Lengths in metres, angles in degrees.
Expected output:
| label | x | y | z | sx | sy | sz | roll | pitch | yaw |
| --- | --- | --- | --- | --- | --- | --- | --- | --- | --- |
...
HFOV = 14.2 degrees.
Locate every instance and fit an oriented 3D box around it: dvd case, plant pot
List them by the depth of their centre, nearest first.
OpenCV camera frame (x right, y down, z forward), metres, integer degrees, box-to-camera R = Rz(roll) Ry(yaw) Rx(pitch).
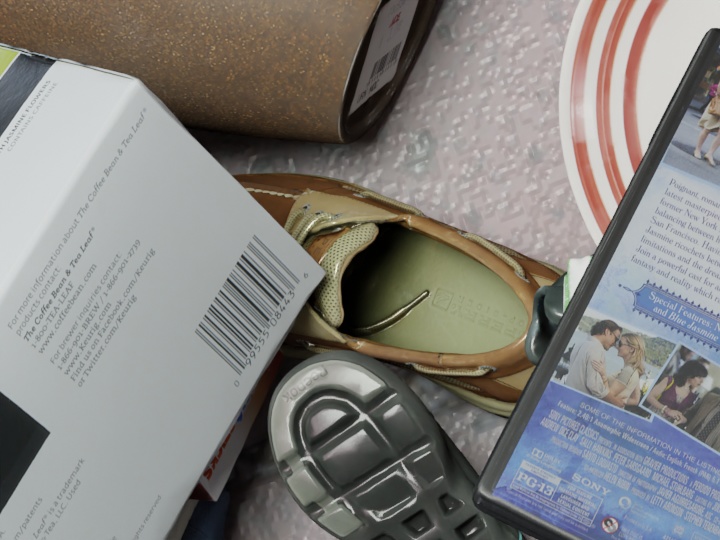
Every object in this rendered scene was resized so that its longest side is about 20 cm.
| label | x | y | z | sx | sy | sz | roll | pitch | yaw |
| --- | --- | --- | --- | --- | --- | --- | --- | --- | --- |
| dvd case | 0.142 | 0.026 | 0.976 | 0.142 | 0.018 | 0.201 | 26 | 67 | 8 |
| plant pot | -0.073 | -0.133 | 1.146 | 0.199 | 0.187 | 0.188 | 26 | 87 | 12 |

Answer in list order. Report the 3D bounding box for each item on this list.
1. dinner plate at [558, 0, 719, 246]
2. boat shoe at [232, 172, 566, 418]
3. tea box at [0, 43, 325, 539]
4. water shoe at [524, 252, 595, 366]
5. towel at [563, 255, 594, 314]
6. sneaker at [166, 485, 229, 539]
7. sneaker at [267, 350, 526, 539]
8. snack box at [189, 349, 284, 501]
| label | x | y | z | sx | sy | sz | roll | pitch | yaw |
| --- | --- | --- | --- | --- | --- | --- | --- | --- | --- |
| dinner plate | 0.169 | -0.055 | 1.052 | 0.199 | 0.024 | 0.202 | 6 | 106 | 21 |
| boat shoe | 0.000 | 0.000 | 1.118 | 0.199 | 0.074 | 0.076 | 14 | 82 | 26 |
| tea box | -0.158 | 0.029 | 1.074 | 0.196 | 0.134 | 0.201 | 18 | 70 | 44 |
| water shoe | 0.130 | 0.080 | 1.024 | 0.079 | 0.072 | 0.201 | -22 | 64 | -25 |
| towel | 0.169 | 0.067 | 0.983 | 0.198 | 0.023 | 0.154 | 2 | 65 | -5 |
| sneaker | -0.050 | 0.178 | 1.103 | 0.084 | 0.075 | 0.201 | 4 | 73 | 6 |
| sneaker | 0.041 | 0.115 | 1.075 | 0.075 | 0.079 | 0.201 | -31 | 86 | 8 |
| snack box | -0.128 | 0.052 | 1.158 | 0.199 | 0.024 | 0.072 | 1 | 51 | 34 |
